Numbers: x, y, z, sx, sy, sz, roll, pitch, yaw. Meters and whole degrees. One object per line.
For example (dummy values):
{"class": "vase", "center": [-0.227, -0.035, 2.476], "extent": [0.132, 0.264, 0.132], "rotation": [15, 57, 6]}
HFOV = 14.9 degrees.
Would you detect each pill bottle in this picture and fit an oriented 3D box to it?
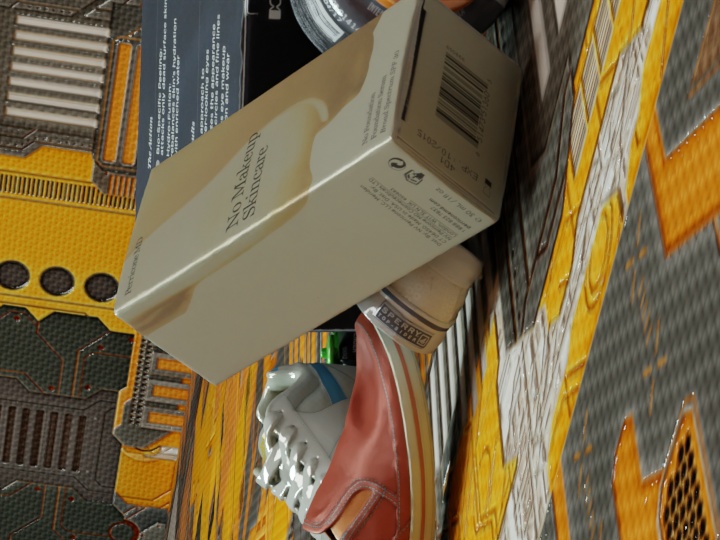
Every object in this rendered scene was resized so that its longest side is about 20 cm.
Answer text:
{"class": "pill bottle", "center": [0.022, -0.156, 1.382], "extent": [0.200, 0.106, 0.107], "rotation": [-174, 92, -84]}

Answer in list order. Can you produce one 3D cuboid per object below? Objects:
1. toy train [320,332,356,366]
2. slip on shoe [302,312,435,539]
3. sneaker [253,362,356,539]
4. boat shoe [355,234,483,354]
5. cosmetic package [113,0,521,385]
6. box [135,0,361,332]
{"class": "toy train", "center": [0.000, 0.000, 1.715], "extent": [0.057, 0.042, 0.200], "rotation": [88, -177, -49]}
{"class": "slip on shoe", "center": [0.003, 0.114, 1.337], "extent": [0.074, 0.061, 0.201], "rotation": [160, 111, -84]}
{"class": "sneaker", "center": [-0.018, 0.115, 1.523], "extent": [0.200, 0.080, 0.077], "rotation": [-100, 20, -67]}
{"class": "boat shoe", "center": [0.033, -0.032, 1.370], "extent": [0.070, 0.071, 0.200], "rotation": [-51, 13, 18]}
{"class": "cosmetic package", "center": [-0.022, -0.037, 1.305], "extent": [0.200, 0.071, 0.105], "rotation": [-31, 34, 37]}
{"class": "box", "center": [-0.049, -0.073, 1.591], "extent": [0.200, 0.117, 0.198], "rotation": [-164, 75, -67]}
